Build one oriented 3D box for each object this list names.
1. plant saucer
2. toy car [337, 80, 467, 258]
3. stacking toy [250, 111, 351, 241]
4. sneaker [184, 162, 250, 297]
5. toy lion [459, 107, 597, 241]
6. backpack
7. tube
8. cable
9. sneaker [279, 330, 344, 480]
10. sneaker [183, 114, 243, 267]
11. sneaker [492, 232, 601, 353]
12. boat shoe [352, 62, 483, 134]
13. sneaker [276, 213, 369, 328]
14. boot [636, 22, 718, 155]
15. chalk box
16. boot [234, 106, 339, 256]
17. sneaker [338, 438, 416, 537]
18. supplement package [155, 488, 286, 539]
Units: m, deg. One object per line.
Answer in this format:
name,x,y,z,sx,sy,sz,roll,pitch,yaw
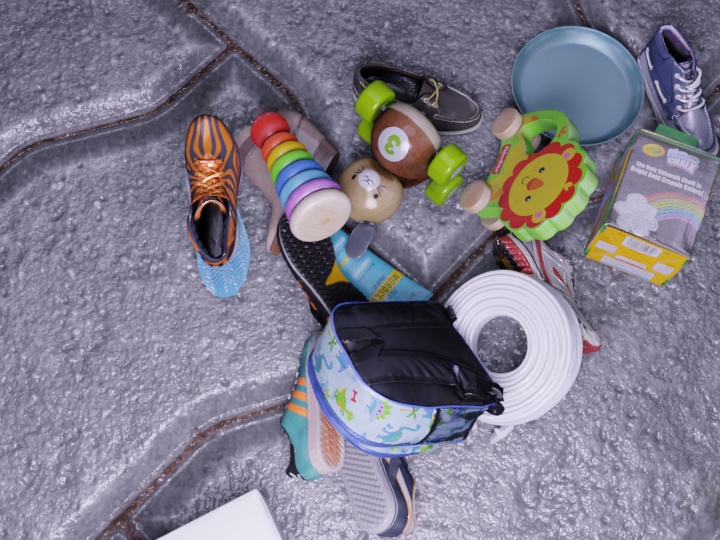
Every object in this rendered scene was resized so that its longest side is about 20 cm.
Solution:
plant saucer,0.323,-0.273,1.350,0.198,0.027,0.202,0,71,0
toy car,0.019,-0.122,1.231,0.164,0.158,0.200,42,81,11
stacking toy,-0.089,-0.136,1.200,0.085,0.086,0.201,-24,58,-9
sneaker,-0.195,-0.064,1.248,0.076,0.081,0.202,-8,91,-6
toy lion,0.240,-0.132,1.219,0.069,0.191,0.201,36,68,-33
backpack,0.036,0.134,1.087,0.199,0.147,0.184,6,40,-37
tube,0.000,0.000,1.247,0.200,0.050,0.078,39,83,6
cable,0.184,0.098,1.166,0.199,0.069,0.201,-35,66,19
sneaker,-0.069,0.174,1.170,0.080,0.071,0.201,-24,48,29
sneaker,-0.186,-0.105,1.151,0.077,0.112,0.202,-8,91,-6
sneaker,0.268,0.022,1.225,0.082,0.078,0.201,-29,76,-15
boat shoe,0.085,-0.253,1.321,0.200,0.061,0.072,14,72,4
sneaker,-0.059,0.019,1.211,0.070,0.090,0.201,-28,78,-30
boot,0.469,-0.257,1.314,0.072,0.090,0.201,-23,73,-8
chalk box,0.408,-0.104,1.247,0.124,0.124,0.201,22,72,7
boot,-0.128,-0.136,1.281,0.146,0.070,0.201,28,75,16
sneaker,0.016,0.249,1.150,0.078,0.079,0.201,-35,47,22
supplement package,-0.184,0.363,1.082,0.199,0.117,0.118,-26,74,-9
